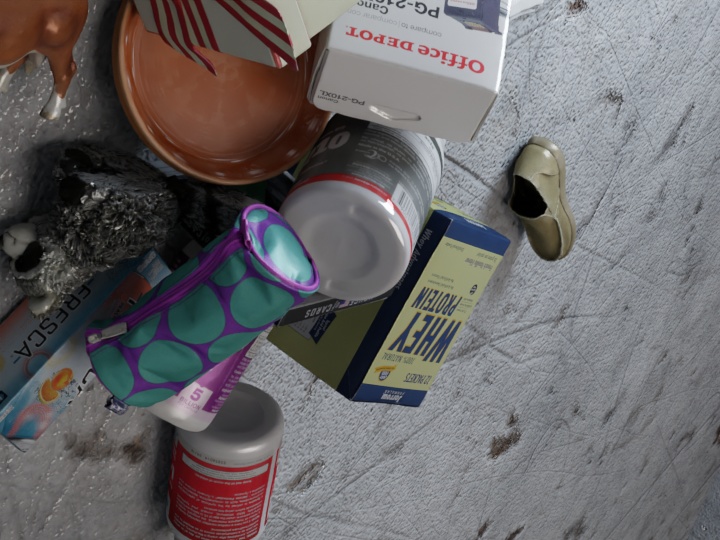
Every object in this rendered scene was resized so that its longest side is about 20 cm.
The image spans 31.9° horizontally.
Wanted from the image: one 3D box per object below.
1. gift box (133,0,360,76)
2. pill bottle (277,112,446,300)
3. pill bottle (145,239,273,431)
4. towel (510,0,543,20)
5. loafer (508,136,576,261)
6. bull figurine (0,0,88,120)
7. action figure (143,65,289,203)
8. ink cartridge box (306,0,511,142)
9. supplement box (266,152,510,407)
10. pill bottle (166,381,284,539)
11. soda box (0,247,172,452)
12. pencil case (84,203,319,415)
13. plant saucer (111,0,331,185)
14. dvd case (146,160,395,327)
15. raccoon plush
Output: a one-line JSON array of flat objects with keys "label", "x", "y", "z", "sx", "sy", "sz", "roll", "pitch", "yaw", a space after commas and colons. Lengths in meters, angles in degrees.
[{"label": "gift box", "x": -0.078, "y": -0.247, "z": 0.902, "sx": 0.187, "sy": 0.184, "sz": 0.200, "roll": -40, "pitch": 127, "yaw": -26}, {"label": "pill bottle", "x": 0.008, "y": -0.076, "z": 1.080, "sx": 0.200, "sy": 0.114, "sz": 0.114, "roll": -67, "pitch": 166, "yaw": -51}, {"label": "pill bottle", "x": -0.140, "y": 0.040, "z": 1.179, "sx": 0.200, "sy": 0.112, "sz": 0.112, "roll": -57, "pitch": 149, "yaw": 0}, {"label": "towel", "x": 0.137, "y": -0.333, "z": 1.200, "sx": 0.200, "sy": 0.032, "sz": 0.192, "roll": -37, "pitch": 127, "yaw": -60}, {"label": "loafer", "x": 0.227, "y": -0.082, "z": 1.625, "sx": 0.067, "sy": 0.076, "sz": 0.200, "roll": -40, "pitch": 136, "yaw": -24}, {"label": "bull figurine", "x": -0.272, "y": -0.158, "z": 0.859, "sx": 0.200, "sy": 0.065, "sz": 0.122, "roll": -15, "pitch": 134, "yaw": -45}, {"label": "action figure", "x": -0.097, "y": -0.171, "z": 1.082, "sx": 0.118, "sy": 0.055, "sz": 0.200, "roll": 27, "pitch": 82, "yaw": -28}, {"label": "ink cartridge box", "x": 0.047, "y": -0.222, "z": 1.035, "sx": 0.084, "sy": 0.144, "sz": 0.201, "roll": 118, "pitch": -17, "yaw": -64}, {"label": "supplement box", "x": 0.000, "y": 0.000, "z": 1.252, "sx": 0.134, "sy": 0.200, "sz": 0.200, "roll": 14, "pitch": 107, "yaw": -58}, {"label": "pill bottle", "x": -0.148, "y": 0.226, "z": 1.340, "sx": 0.112, "sy": 0.112, "sz": 0.200, "roll": -23, "pitch": 136, "yaw": -43}, {"label": "soda box", "x": -0.250, "y": 0.052, "z": 1.074, "sx": 0.200, "sy": 0.068, "sz": 0.064, "roll": -49, "pitch": 148, "yaw": -14}, {"label": "pencil case", "x": -0.129, "y": 0.031, "z": 0.994, "sx": 0.200, "sy": 0.085, "sz": 0.092, "roll": -35, "pitch": 142, "yaw": 25}, {"label": "plant saucer", "x": -0.109, "y": -0.170, "z": 1.027, "sx": 0.200, "sy": 0.032, "sz": 0.201, "roll": -2, "pitch": 94, "yaw": -34}, {"label": "dvd case", "x": -0.081, "y": -0.035, "z": 1.107, "sx": 0.150, "sy": 0.200, "sz": 0.025, "roll": -14, "pitch": 140, "yaw": -49}, {"label": "raccoon plush", "x": -0.187, "y": -0.012, "z": 1.015, "sx": 0.097, "sy": 0.199, "sz": 0.134, "roll": -78, "pitch": -172, "yaw": -67}]
